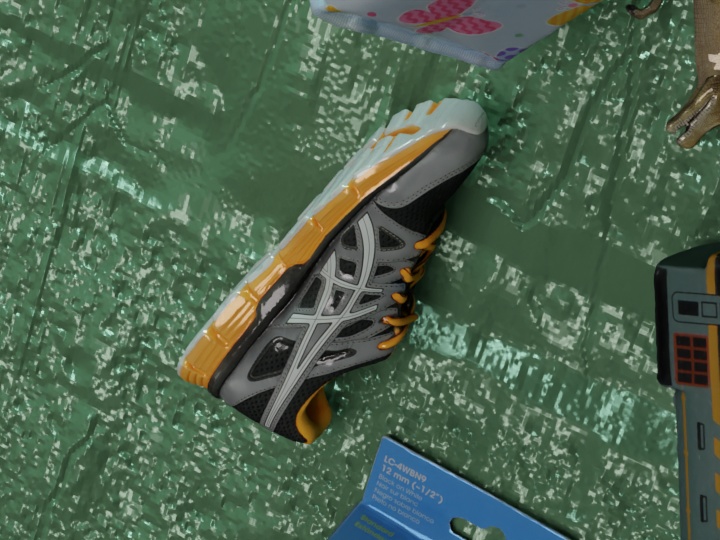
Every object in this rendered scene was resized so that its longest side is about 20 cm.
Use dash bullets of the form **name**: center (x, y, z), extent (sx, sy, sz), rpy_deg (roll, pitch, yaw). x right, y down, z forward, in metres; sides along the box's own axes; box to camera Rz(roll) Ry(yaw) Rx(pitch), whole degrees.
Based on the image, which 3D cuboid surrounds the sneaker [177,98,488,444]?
- **sneaker**: center (0.000, 0.000, 1.054), extent (0.077, 0.078, 0.200), rpy_deg (42, 121, -2)

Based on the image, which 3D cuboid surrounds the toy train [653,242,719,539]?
- **toy train**: center (0.183, 0.075, 0.969), extent (0.113, 0.085, 0.202), rpy_deg (5, 106, 39)

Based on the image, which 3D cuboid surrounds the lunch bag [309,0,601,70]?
- **lunch bag**: center (0.065, -0.207, 0.911), extent (0.169, 0.126, 0.201), rpy_deg (-29, 59, 50)

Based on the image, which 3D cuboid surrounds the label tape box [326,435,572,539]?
- **label tape box**: center (0.025, 0.202, 1.086), extent (0.143, 0.066, 0.201), rpy_deg (28, 114, 20)

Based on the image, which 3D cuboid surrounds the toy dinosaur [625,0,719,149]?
- **toy dinosaur**: center (0.167, -0.149, 0.947), extent (0.101, 0.058, 0.201), rpy_deg (32, 123, 2)
